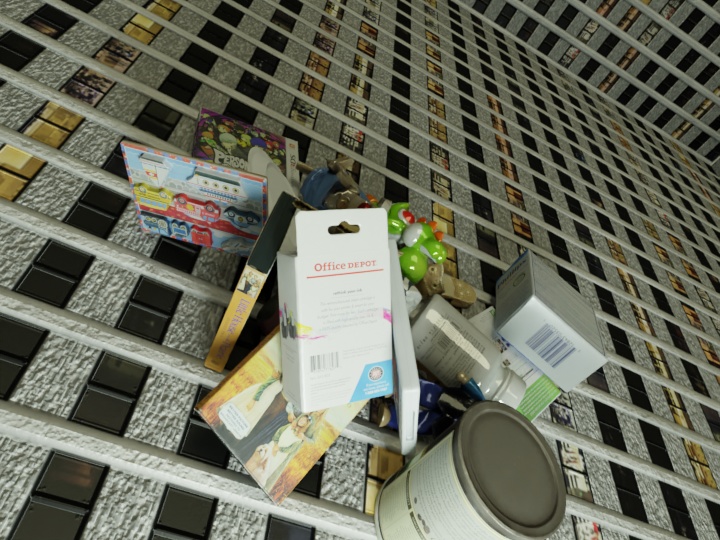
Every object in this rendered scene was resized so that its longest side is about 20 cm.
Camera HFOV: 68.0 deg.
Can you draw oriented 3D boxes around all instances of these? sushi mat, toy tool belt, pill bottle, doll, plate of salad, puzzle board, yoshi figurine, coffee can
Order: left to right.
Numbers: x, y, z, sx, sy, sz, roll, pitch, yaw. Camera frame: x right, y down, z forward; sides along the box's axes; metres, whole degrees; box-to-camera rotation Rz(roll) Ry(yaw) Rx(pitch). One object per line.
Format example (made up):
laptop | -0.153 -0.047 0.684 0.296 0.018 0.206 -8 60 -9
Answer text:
puzzle board | -0.218 -0.086 0.719 0.193 0.153 0.018 14 49 3
plate of salad | -0.133 -0.091 0.832 0.200 0.047 0.206 -22 91 -80
toy tool belt | -0.044 -0.126 0.883 0.123 0.126 0.199 43 -4 -28
sushi mat | -0.010 -0.053 0.716 0.094 0.012 0.199 32 7 21
yoshi figurine | 0.058 -0.047 0.928 0.110 0.116 0.198 -12 32 -39
doll | 0.123 0.214 0.768 0.193 0.048 0.142 13 84 -5
pill bottle | 0.159 0.145 0.845 0.199 0.115 0.114 41 40 5
coffee can | 0.121 0.272 0.634 0.142 0.202 0.150 19 42 -19

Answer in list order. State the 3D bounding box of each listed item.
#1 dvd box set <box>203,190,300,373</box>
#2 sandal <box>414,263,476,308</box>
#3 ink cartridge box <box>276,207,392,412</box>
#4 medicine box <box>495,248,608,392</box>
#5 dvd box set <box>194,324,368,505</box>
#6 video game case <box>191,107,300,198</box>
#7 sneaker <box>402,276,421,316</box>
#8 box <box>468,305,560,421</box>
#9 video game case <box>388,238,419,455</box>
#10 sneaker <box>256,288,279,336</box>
dvd box set | -0.140 0.016 0.683 0.029 0.202 0.149 24 40 -10
sandal | 0.142 0.012 0.990 0.205 0.070 0.079 13 45 -25
ink cartridge box | -0.028 0.037 0.588 0.112 0.067 0.208 -5 98 -28
medicine box | 0.355 0.088 1.016 0.181 0.103 0.201 39 29 -6
dvd box set | -0.075 0.146 0.636 0.200 0.029 0.148 -43 104 -25
video game case | -0.203 -0.195 0.960 0.194 0.036 0.186 15 46 -24
sneaker | 0.000 0.000 0.805 0.196 0.081 0.130 13 26 -48
box | 0.254 0.171 0.953 0.142 0.037 0.202 -17 63 -44
video game case | 0.047 0.098 0.671 0.022 0.185 0.205 -5 52 0
sneaker | -0.097 0.115 0.729 0.075 0.113 0.208 20 73 -50
